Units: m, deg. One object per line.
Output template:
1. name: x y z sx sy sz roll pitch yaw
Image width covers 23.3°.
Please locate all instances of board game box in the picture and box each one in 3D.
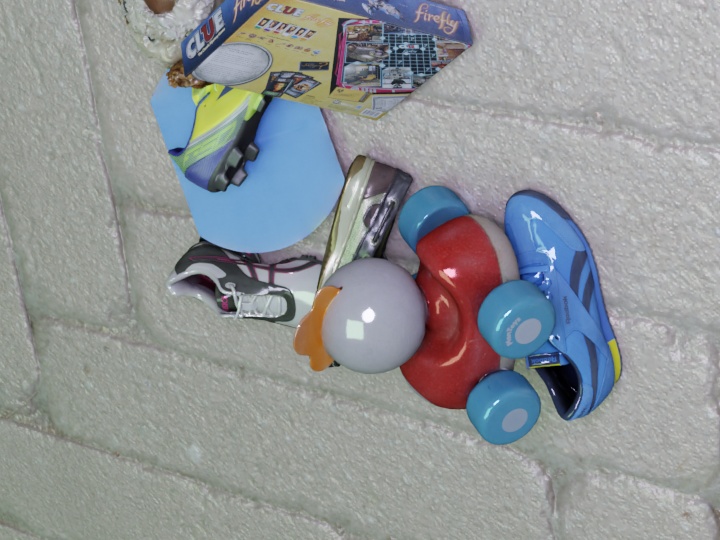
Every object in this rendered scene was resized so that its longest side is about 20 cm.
1. board game box: -0.027 -0.184 1.417 0.135 0.199 0.035 -34 58 44
2. board game box: -0.097 -0.120 1.602 0.157 0.039 0.202 -17 99 21

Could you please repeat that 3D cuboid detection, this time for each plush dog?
1. plush dog: -0.156 -0.254 1.501 0.201 0.159 0.172 57 143 24

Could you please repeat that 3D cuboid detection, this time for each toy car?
1. toy car: 0.030 0.049 1.461 0.185 0.198 0.178 -127 33 -47

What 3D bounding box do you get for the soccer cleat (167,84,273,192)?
1. soccer cleat: -0.110 -0.164 1.539 0.083 0.065 0.201 33 111 15

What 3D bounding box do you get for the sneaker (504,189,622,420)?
1. sneaker: 0.163 0.032 1.480 0.066 0.078 0.202 -7 111 41

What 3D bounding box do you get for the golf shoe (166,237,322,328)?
1. golf shoe: -0.090 0.026 1.661 0.198 0.088 0.078 17 124 27

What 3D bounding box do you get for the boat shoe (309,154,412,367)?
1. boat shoe: 0.000 -0.001 1.565 0.065 0.072 0.203 15 107 8
